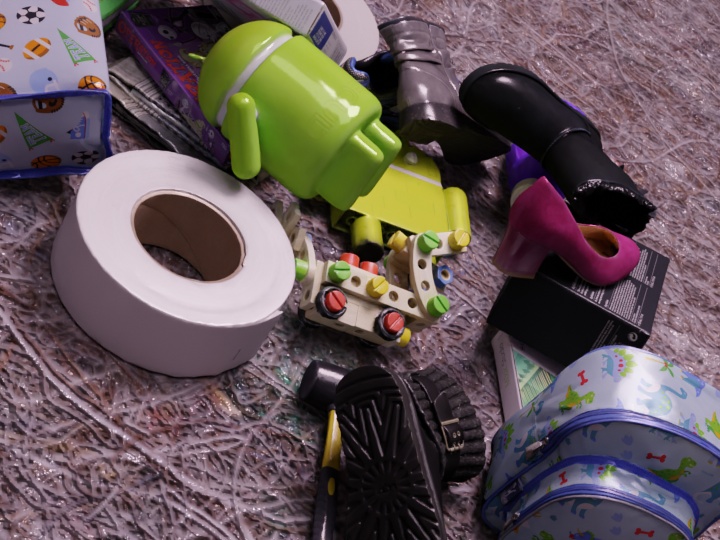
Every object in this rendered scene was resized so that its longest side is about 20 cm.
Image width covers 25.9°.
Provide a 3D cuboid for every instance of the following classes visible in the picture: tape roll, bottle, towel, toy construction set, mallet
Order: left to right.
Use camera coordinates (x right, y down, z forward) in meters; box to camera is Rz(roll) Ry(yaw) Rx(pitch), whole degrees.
[{"bbox_3d":[-0.158,-0.007,1.333,0.202,0.071,0.203,20,40,-18],"label":"tape roll"},{"bbox_3d":[-0.145,-0.166,1.539,0.192,0.035,0.200,39,39,5],"label":"towel"},{"bbox_3d":[-0.075,-0.281,1.709,0.202,0.037,0.203,20,41,-19],"label":"tape roll"},{"bbox_3d":[-0.033,0.155,1.285,0.066,0.041,0.200,28,42,-11],"label":"mallet"},{"bbox_3d":[0.000,0.000,1.424,0.199,0.092,0.132,14,66,-13],"label":"toy construction set"},{"bbox_3d":[0.202,-0.120,1.710,0.083,0.065,0.200,27,34,-3],"label":"bottle"}]

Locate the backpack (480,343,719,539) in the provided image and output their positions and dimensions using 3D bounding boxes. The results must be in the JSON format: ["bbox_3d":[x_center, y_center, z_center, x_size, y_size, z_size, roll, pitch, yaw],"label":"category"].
[{"bbox_3d":[0.217,0.176,1.309,0.182,0.200,0.147,26,41,-13],"label":"backpack"}]

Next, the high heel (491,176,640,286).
[{"bbox_3d":[0.208,-0.042,1.444,0.199,0.096,0.067,3,35,-39],"label":"high heel"}]

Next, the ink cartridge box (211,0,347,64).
[{"bbox_3d":[-0.114,-0.270,1.525,0.200,0.043,0.196,30,0,7],"label":"ink cartridge box"}]

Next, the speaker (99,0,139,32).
[{"bbox_3d":[-0.267,-0.280,1.530,0.088,0.089,0.200,34,38,-1],"label":"speaker"}]

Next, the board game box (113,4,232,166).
[{"bbox_3d":[-0.140,-0.184,1.524,0.120,0.032,0.200,-17,58,-41],"label":"board game box"}]

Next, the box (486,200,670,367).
[{"bbox_3d":[0.217,0.018,1.538,0.141,0.079,0.200,32,27,3],"label":"box"}]

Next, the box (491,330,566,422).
[{"bbox_3d":[0.225,0.136,1.492,0.199,0.036,0.145,16,41,-20],"label":"box"}]

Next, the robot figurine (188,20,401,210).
[{"bbox_3d":[-0.062,-0.146,1.418,0.200,0.116,0.175,40,32,6],"label":"robot figurine"}]

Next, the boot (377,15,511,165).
[{"bbox_3d":[0.093,-0.191,1.639,0.200,0.070,0.132,23,53,-61],"label":"boot"}]

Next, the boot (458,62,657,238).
[{"bbox_3d":[0.199,-0.115,1.561,0.198,0.073,0.163,25,27,-34],"label":"boot"}]

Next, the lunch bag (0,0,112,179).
[{"bbox_3d":[-0.320,-0.172,1.349,0.199,0.124,0.170,-4,50,-11],"label":"lunch bag"}]

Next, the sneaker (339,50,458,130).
[{"bbox_3d":[0.039,-0.195,1.669,0.200,0.079,0.075,-16,61,-45],"label":"sneaker"}]

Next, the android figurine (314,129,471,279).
[{"bbox_3d":[0.028,-0.079,1.567,0.181,0.041,0.201,20,42,-22],"label":"android figurine"}]

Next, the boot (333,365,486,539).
[{"bbox_3d":[0.051,0.178,1.287,0.158,0.079,0.212,21,61,-65],"label":"boot"}]
